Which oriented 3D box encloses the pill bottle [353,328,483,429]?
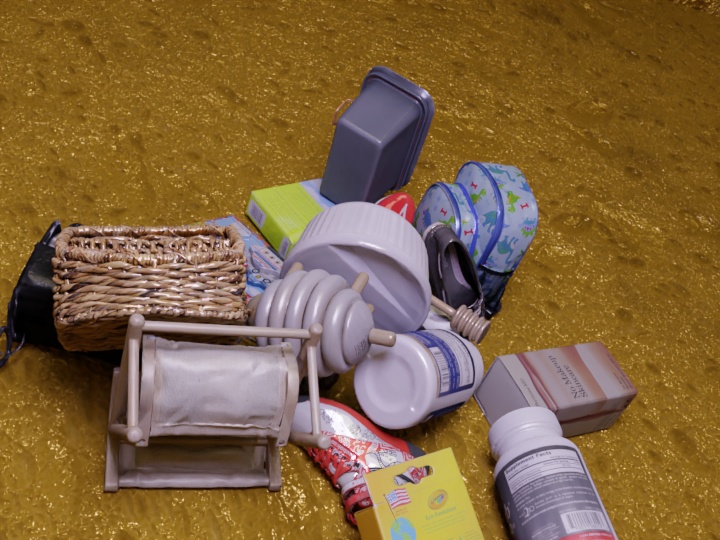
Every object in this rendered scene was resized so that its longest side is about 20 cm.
[{"bbox_3d":[0.084,0.132,1.048,0.111,0.112,0.199,43,19,23],"label":"pill bottle"}]

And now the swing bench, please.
[{"bbox_3d":[-0.156,0.147,0.862,0.196,0.200,0.132,5,62,-22],"label":"swing bench"}]

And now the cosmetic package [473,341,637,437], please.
[{"bbox_3d":[0.273,0.171,1.149,0.197,0.088,0.104,-6,48,-31],"label":"cosmetic package"}]

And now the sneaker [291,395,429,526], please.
[{"bbox_3d":[-0.016,0.226,0.959,0.199,0.068,0.108,26,36,-2],"label":"sneaker"}]

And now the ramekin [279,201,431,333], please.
[{"bbox_3d":[0.000,0.000,1.079,0.199,0.203,0.095,20,49,-4],"label":"ramekin"}]

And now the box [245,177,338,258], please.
[{"bbox_3d":[-0.068,-0.088,1.305,0.198,0.048,0.122,-17,54,-40],"label":"box"}]

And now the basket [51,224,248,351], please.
[{"bbox_3d":[-0.221,-0.003,0.871,0.196,0.143,0.152,0,70,-13],"label":"basket"}]

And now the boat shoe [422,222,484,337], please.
[{"bbox_3d":[0.140,0.025,1.180,0.066,0.202,0.057,-30,30,-10],"label":"boat shoe"}]

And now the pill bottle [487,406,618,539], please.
[{"bbox_3d":[0.226,0.273,0.988,0.114,0.117,0.202,6,41,-20],"label":"pill bottle"}]

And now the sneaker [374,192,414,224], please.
[{"bbox_3d":[0.025,-0.052,1.244,0.077,0.085,0.200,47,62,-4],"label":"sneaker"}]

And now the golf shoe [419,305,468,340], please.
[{"bbox_3d":[0.069,0.072,1.188,0.094,0.078,0.200,-36,64,-26],"label":"golf shoe"}]

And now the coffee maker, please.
[{"bbox_3d":[-0.302,0.059,0.980,0.197,0.135,0.195,17,65,-6],"label":"coffee maker"}]

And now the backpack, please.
[{"bbox_3d":[0.172,-0.062,1.266,0.145,0.201,0.185,7,41,-27],"label":"backpack"}]

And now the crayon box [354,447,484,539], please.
[{"bbox_3d":[0.074,0.304,0.876,0.125,0.051,0.203,-7,70,-33],"label":"crayon box"}]

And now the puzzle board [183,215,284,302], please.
[{"bbox_3d":[-0.186,-0.018,1.164,0.149,0.018,0.199,-18,44,-39],"label":"puzzle board"}]

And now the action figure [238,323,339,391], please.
[{"bbox_3d":[-0.128,0.114,1.032,0.197,0.070,0.132,-5,55,-25],"label":"action figure"}]

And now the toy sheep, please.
[{"bbox_3d":[-0.050,0.060,0.970,0.197,0.140,0.138,5,32,25],"label":"toy sheep"}]

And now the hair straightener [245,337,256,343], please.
[{"bbox_3d":[-0.088,0.060,1.130,0.198,0.041,0.077,-7,49,-37],"label":"hair straightener"}]

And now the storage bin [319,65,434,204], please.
[{"bbox_3d":[0.007,-0.195,1.284,0.144,0.201,0.135,32,49,11],"label":"storage bin"}]

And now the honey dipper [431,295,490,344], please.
[{"bbox_3d":[0.091,0.033,1.149,0.199,0.038,0.038,35,40,20],"label":"honey dipper"}]
